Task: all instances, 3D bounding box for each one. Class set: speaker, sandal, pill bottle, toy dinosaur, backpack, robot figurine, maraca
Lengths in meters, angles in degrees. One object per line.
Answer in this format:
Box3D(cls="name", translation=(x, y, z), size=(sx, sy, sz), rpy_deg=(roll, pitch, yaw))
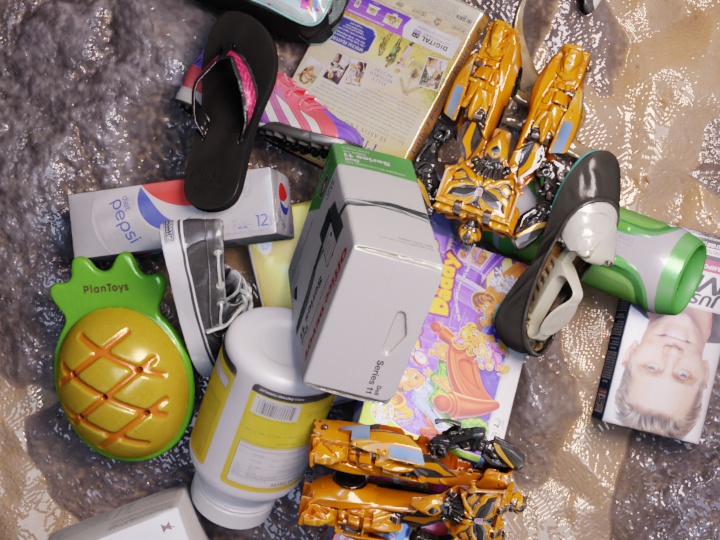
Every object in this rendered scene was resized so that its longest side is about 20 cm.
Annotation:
Box3D(cls="speaker", translation=(0.217, -0.027, 1.554), size=(0.200, 0.088, 0.089), rpy_deg=(23, 88, 25))
Box3D(cls="sandal", translation=(-0.123, -0.151, 1.512), size=(0.075, 0.045, 0.200), rpy_deg=(-1, 68, 22))
Box3D(cls="pill bottle", translation=(-0.093, 0.140, 1.523), size=(0.112, 0.112, 0.200), rpy_deg=(20, 125, -3))
Box3D(cls="toy dinosaur", translation=(0.169, -0.160, 1.610), size=(0.101, 0.058, 0.200), rpy_deg=(-23, 75, -25))
Box3D(cls="backpack", translation=(-0.069, -0.336, 1.548), size=(0.176, 0.153, 0.200), rpy_deg=(24, 79, 7))
Box3D(cls="robot figurine", translation=(0.129, -0.119, 1.516), size=(0.145, 0.058, 0.200), rpy_deg=(19, 83, 12))
Box3D(cls="maraca", translation=(-0.224, 0.082, 1.547), size=(0.137, 0.107, 0.200), rpy_deg=(-6, 102, 11))
Box3D(cls="robot figurine", translation=(0.049, 0.196, 1.474), size=(0.200, 0.058, 0.145), rpy_deg=(10, 122, 1))

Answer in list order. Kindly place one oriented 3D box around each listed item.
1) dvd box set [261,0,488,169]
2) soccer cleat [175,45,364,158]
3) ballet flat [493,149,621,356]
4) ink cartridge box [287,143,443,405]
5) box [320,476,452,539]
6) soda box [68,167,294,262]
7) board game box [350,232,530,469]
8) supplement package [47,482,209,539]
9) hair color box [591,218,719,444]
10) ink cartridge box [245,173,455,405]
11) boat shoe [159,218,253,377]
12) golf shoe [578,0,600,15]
Box3D(cls="dvd box set", translation=(0.014, -0.182, 1.584), size=(0.146, 0.029, 0.200), rpy_deg=(26, 87, 21))
Box3D(cls="soccer cleat", translation=(-0.080, -0.158, 1.558), size=(0.200, 0.068, 0.073), rpy_deg=(20, 85, 25))
Box3D(cls="ballet flat", translation=(0.189, -0.008, 1.478), size=(0.068, 0.068, 0.200), rpy_deg=(11, 115, -34))
Box3D(cls="ink cartridge box", translation=(0.000, 0.000, 1.454), size=(0.083, 0.200, 0.147), rpy_deg=(14, 116, -14))
Box3D(cls="box", translation=(0.021, 0.251, 1.570), size=(0.100, 0.095, 0.200), rpy_deg=(26, 88, -3))
Box3D(cls="soda box", translation=(-0.167, -0.050, 1.554), size=(0.200, 0.068, 0.064), rpy_deg=(-7, 86, 12))
Box3D(cls="board game box", translation=(0.081, 0.075, 1.538), size=(0.134, 0.045, 0.200), rpy_deg=(18, 69, -7))
Box3D(cls="supplement package", translation=(-0.194, 0.315, 1.506), size=(0.147, 0.200, 0.192), rpy_deg=(-21, 90, -3))
Box3D(cls="hair color box", translation=(0.297, 0.058, 1.606), size=(0.100, 0.061, 0.200), rpy_deg=(13, 89, -2))
Box3D(cls="ink cartridge box", translation=(0.003, 0.022, 1.599), size=(0.200, 0.047, 0.198), rpy_deg=(-14, 89, -1))
Box3D(cls="boat shoe", translation=(-0.133, 0.024, 1.529), size=(0.068, 0.074, 0.200), rpy_deg=(-9, 134, 0))
Box3D(cls="golf shoe", translation=(0.156, -0.318, 1.597), size=(0.200, 0.073, 0.092), rpy_deg=(23, 90, -3))
